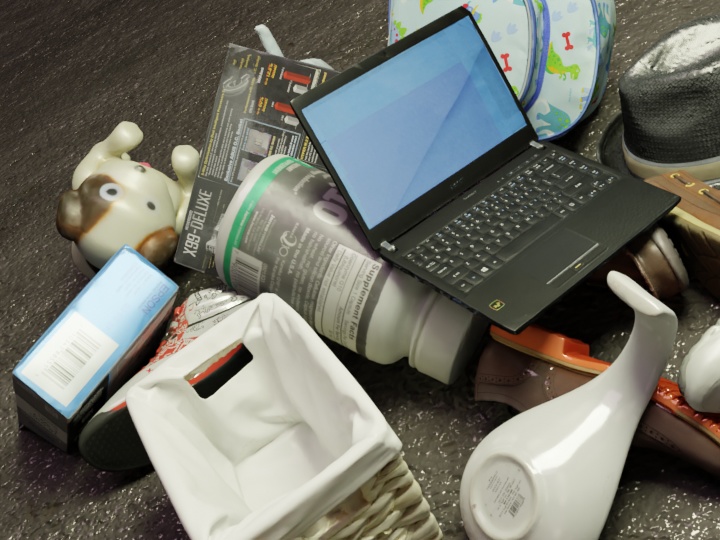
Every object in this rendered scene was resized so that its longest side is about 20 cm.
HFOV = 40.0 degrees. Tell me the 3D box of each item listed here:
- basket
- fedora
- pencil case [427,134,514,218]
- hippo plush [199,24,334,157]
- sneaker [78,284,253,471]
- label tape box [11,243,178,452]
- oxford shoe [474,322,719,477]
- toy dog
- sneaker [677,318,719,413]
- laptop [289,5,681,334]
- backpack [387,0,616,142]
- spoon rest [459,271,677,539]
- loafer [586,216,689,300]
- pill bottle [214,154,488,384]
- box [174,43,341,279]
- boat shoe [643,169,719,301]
[{"bbox_3d":[-0.053,0.131,0.666,0.135,0.124,0.200,-35,34,-9],"label":"basket"},{"bbox_3d":[0.284,-0.148,0.810,0.199,0.092,0.201,-19,35,14],"label":"fedora"},{"bbox_3d":[0.070,-0.076,0.833,0.085,0.085,0.200,-7,11,-13],"label":"pencil case"},{"bbox_3d":[-0.058,-0.115,0.983,0.161,0.159,0.200,-51,-9,11],"label":"hippo plush"},{"bbox_3d":[-0.155,0.086,0.846,0.201,0.068,0.108,-33,34,-12],"label":"sneaker"},{"bbox_3d":[-0.237,0.081,0.881,0.145,0.063,0.200,-54,0,-27],"label":"label tape box"},{"bbox_3d":[0.160,0.094,0.634,0.199,0.071,0.073,25,94,41],"label":"oxford shoe"},{"bbox_3d":[-0.235,-0.050,0.962,0.195,0.139,0.200,-57,10,-8],"label":"toy dog"},{"bbox_3d":[0.280,0.055,0.552,0.198,0.075,0.088,-9,45,2],"label":"sneaker"},{"bbox_3d":[0.087,-0.079,0.674,0.177,0.104,0.199,-34,44,-26],"label":"laptop"},{"bbox_3d":[0.122,-0.202,0.899,0.198,0.185,0.147,9,18,20],"label":"backpack"},{"bbox_3d":[0.125,0.097,0.583,0.099,0.060,0.201,46,117,41],"label":"spoon rest"},{"bbox_3d":[0.165,-0.011,0.751,0.071,0.073,0.200,-41,27,-11],"label":"loafer"},{"bbox_3d":[0.000,0.000,0.748,0.199,0.114,0.113,26,56,15],"label":"pill bottle"},{"bbox_3d":[-0.062,-0.078,0.854,0.157,0.202,0.050,17,7,20],"label":"box"},{"bbox_3d":[0.259,-0.024,0.691,0.067,0.072,0.200,-35,33,-6],"label":"boat shoe"}]
